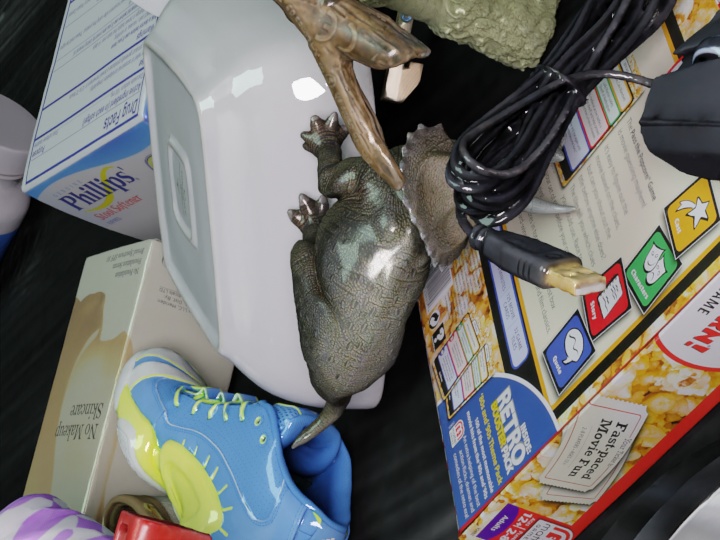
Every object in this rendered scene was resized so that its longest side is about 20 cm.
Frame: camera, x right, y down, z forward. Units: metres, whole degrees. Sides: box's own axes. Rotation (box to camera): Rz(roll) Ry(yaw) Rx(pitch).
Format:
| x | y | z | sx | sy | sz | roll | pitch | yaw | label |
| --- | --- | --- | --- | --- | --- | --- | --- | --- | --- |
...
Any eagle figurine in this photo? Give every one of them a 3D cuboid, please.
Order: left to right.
| x | y | z | sx | sy | sz | roll | pitch | yaw | label |
| --- | --- | --- | --- | --- | --- | --- | --- | --- | --- |
| 0.026 | -0.150 | 0.717 | 0.150 | 0.200 | 0.153 | 18 | 132 | 37 | eagle figurine |

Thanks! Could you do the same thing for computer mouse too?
| x | y | z | sx | sy | sz | roll | pitch | yaw | label |
| --- | --- | --- | --- | --- | --- | --- | --- | --- | --- |
| 0.115 | -0.043 | 0.591 | 0.199 | 0.046 | 0.141 | 25 | 66 | 43 | computer mouse |

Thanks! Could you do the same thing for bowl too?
| x | y | z | sx | sy | sz | roll | pitch | yaw | label |
| --- | --- | --- | --- | --- | --- | --- | --- | --- | --- |
| -0.053 | -0.043 | 0.896 | 0.200 | 0.074 | 0.201 | -130 | 33 | -61 | bowl |

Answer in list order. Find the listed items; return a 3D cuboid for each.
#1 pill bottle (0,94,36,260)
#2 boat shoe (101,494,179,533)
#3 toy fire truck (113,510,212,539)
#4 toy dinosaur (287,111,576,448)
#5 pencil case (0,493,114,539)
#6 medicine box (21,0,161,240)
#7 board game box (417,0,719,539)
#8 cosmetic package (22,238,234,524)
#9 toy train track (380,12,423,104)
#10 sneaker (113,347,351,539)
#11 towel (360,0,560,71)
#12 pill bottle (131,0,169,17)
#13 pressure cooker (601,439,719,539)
| x | y | z | sx | sy | sz | roll | pitch | yaw | label |
| --- | --- | --- | --- | --- | --- | --- | --- | --- | --- |
| -0.331 | -0.043 | 1.465 | 0.201 | 0.112 | 0.113 | -57 | 29 | 26 | pill bottle |
| -0.093 | 0.190 | 0.909 | 0.074 | 0.066 | 0.200 | -55 | 32 | 23 | boat shoe |
| -0.008 | 0.141 | 0.703 | 0.200 | 0.140 | 0.049 | 0 | 71 | 62 | toy fire truck |
| 0.000 | 0.000 | 0.758 | 0.201 | 0.077 | 0.103 | -56 | 22 | 23 | toy dinosaur |
| -0.102 | 0.177 | 0.820 | 0.199 | 0.085 | 0.084 | 29 | 104 | 26 | pencil case |
| -0.109 | -0.140 | 1.127 | 0.182 | 0.102 | 0.201 | -20 | 55 | 57 | medicine box |
| 0.099 | -0.007 | 0.709 | 0.200 | 0.046 | 0.152 | -50 | 32 | 34 | board game box |
| -0.133 | 0.091 | 1.047 | 0.105 | 0.071 | 0.201 | -14 | 60 | 58 | cosmetic package |
| 0.045 | -0.183 | 0.938 | 0.115 | 0.032 | 0.202 | -140 | 62 | -86 | toy train track |
| -0.054 | 0.089 | 0.911 | 0.105 | 0.076 | 0.200 | -48 | 45 | 19 | sneaker |
| 0.040 | -0.201 | 0.847 | 0.036 | 0.148 | 0.202 | -20 | 57 | 58 | towel |
| -0.058 | -0.229 | 1.002 | 0.200 | 0.111 | 0.111 | -50 | 18 | -26 | pill bottle |
| 0.135 | 0.121 | 0.413 | 0.200 | 0.175 | 0.180 | 10 | 77 | 59 | pressure cooker |
